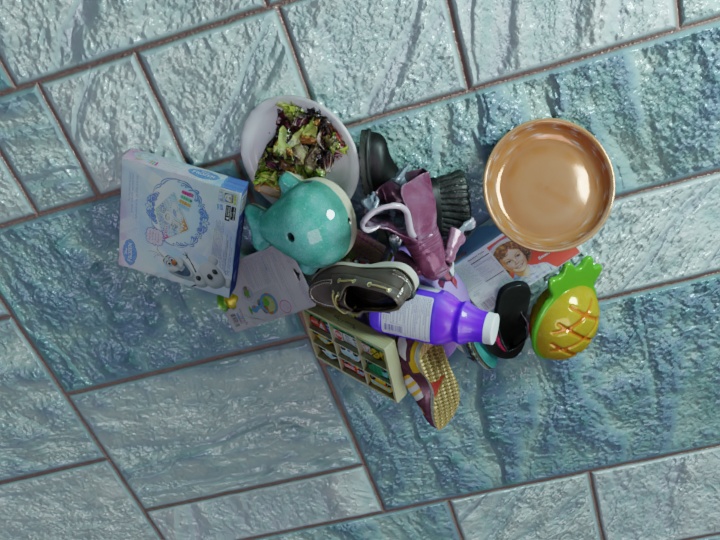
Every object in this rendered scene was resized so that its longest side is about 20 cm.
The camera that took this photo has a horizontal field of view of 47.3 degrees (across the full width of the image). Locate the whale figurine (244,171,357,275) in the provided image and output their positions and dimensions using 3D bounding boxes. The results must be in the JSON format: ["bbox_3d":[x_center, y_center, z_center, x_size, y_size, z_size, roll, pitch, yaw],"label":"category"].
[{"bbox_3d":[-0.103,-0.064,1.226,0.197,0.103,0.162,0,111,34],"label":"whale figurine"}]

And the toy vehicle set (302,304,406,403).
[{"bbox_3d":[-0.013,0.130,1.367,0.198,0.026,0.126,24,141,39],"label":"toy vehicle set"}]

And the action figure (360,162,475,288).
[{"bbox_3d":[0.096,-0.049,1.200,0.133,0.149,0.202,-27,110,15],"label":"action figure"}]

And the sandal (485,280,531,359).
[{"bbox_3d":[0.252,0.097,1.382,0.074,0.046,0.202,-13,141,-6],"label":"sandal"}]

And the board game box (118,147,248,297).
[{"bbox_3d":[-0.286,-0.073,1.315,0.196,0.044,0.203,16,124,3],"label":"board game box"}]

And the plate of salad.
[{"bbox_3d":[-0.097,-0.165,1.244,0.197,0.048,0.203,12,125,17],"label":"plate of salad"}]

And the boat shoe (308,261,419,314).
[{"bbox_3d":[-0.007,0.031,1.217,0.197,0.060,0.072,-4,127,38],"label":"boat shoe"}]

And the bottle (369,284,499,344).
[{"bbox_3d":[0.112,0.070,1.260,0.197,0.065,0.085,11,107,22],"label":"bottle"}]

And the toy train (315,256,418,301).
[{"bbox_3d":[0.000,0.000,1.266,0.197,0.046,0.034,16,137,23],"label":"toy train"}]

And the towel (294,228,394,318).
[{"bbox_3d":[-0.050,-0.027,1.326,0.199,0.023,0.145,34,122,16],"label":"towel"}]

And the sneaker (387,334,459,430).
[{"bbox_3d":[0.103,0.176,1.362,0.089,0.075,0.202,20,138,41],"label":"sneaker"}]

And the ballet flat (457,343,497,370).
[{"bbox_3d":[0.178,0.097,1.445,0.073,0.075,0.202,-21,120,15],"label":"ballet flat"}]

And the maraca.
[{"bbox_3d":[0.347,0.066,1.384,0.135,0.107,0.203,-17,129,-28],"label":"maraca"}]

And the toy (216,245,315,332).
[{"bbox_3d":[-0.161,0.024,1.379,0.198,0.047,0.117,-20,100,34],"label":"toy"}]

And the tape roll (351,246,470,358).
[{"bbox_3d":[0.081,0.061,1.368,0.197,0.066,0.203,17,132,19],"label":"tape roll"}]

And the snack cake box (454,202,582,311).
[{"bbox_3d":[0.246,-0.032,1.344,0.199,0.068,0.115,-34,116,22],"label":"snack cake box"}]

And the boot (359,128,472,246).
[{"bbox_3d":[0.086,-0.135,1.268,0.155,0.080,0.213,-10,128,10],"label":"boot"}]

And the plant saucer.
[{"bbox_3d":[0.282,-0.127,1.242,0.196,0.037,0.204,0,85,3],"label":"plant saucer"}]
